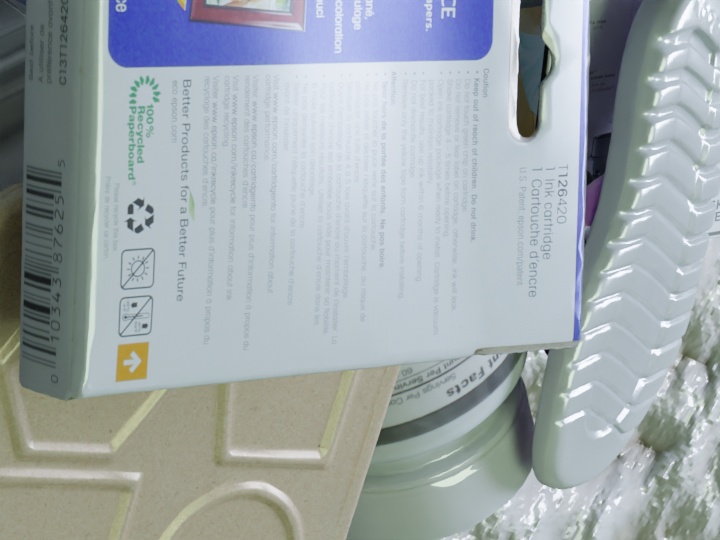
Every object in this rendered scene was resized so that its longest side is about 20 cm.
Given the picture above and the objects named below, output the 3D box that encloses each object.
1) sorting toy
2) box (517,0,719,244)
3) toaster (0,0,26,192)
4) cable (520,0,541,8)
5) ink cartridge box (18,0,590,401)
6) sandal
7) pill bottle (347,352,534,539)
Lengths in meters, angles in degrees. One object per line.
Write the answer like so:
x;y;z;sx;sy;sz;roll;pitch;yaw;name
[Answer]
-0.073;0.063;0.939;0.185;0.036;0.200;5;113;-40;sorting toy
0.104;-0.108;1.099;0.116;0.060;0.201;-12;120;-31;box
-0.144;-0.014;0.938;0.129;0.114;0.200;-30;126;-24;toaster
0.103;-0.162;0.950;0.163;0.051;0.200;5;140;-2;cable
-0.013;-0.066;0.876;0.200;0.047;0.198;-4;99;-41;ink cartridge box
0.098;-0.016;1.075;0.082;0.050;0.203;10;97;-54;sandal
0.000;0.000;1.046;0.114;0.114;0.200;-31;128;-19;pill bottle
